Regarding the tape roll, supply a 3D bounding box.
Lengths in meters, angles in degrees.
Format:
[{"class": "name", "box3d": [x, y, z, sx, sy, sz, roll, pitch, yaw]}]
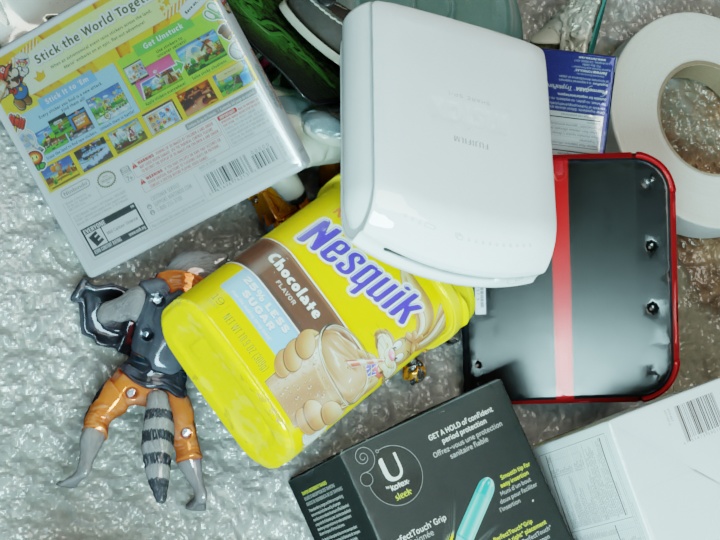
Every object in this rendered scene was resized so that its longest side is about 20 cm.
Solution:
[{"class": "tape roll", "box3d": [0.302, -0.130, 1.549, 0.201, 0.037, 0.205, 5, 74, -19]}]

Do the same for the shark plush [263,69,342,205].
[{"class": "shark plush", "box3d": [-0.088, -0.126, 1.323, 0.198, 0.091, 0.084, 19, 48, -11]}]

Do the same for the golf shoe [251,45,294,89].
[{"class": "golf shoe", "box3d": [-0.101, -0.104, 1.363, 0.088, 0.077, 0.200, 47, 65, -10]}]

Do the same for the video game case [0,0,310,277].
[{"class": "video game case", "box3d": [-0.162, -0.115, 1.277, 0.183, 0.199, 0.023, 61, 20, -9]}]

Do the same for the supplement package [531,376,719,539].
[{"class": "supplement package", "box3d": [0.228, 0.181, 1.345, 0.150, 0.200, 0.152, -17, 82, -25]}]

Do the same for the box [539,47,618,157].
[{"class": "box", "box3d": [0.139, -0.082, 1.431, 0.120, 0.032, 0.202, 8, 91, 4]}]

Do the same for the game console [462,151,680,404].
[{"class": "game console", "box3d": [0.168, 0.007, 1.404, 0.175, 0.031, 0.202, -2, 90, 10]}]

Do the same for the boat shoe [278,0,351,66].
[{"class": "boat shoe", "box3d": [0.029, -0.174, 1.388, 0.200, 0.072, 0.061, 35, 111, -2]}]

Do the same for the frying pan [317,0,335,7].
[{"class": "frying pan", "box3d": [-0.026, -0.250, 1.401, 0.114, 0.031, 0.190, -10, 39, -29]}]

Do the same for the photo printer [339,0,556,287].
[{"class": "photo printer", "box3d": [0.063, -0.086, 1.271, 0.165, 0.069, 0.202, 13, 61, -23]}]

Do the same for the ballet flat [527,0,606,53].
[{"class": "ballet flat", "box3d": [0.166, -0.166, 1.489, 0.071, 0.072, 0.202, 20, 71, -15]}]

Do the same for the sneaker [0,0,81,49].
[{"class": "sneaker", "box3d": [-0.239, -0.182, 1.336, 0.198, 0.074, 0.089, 18, 80, -10]}]

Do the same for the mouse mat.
[{"class": "mouse mat", "box3d": [-0.079, -0.203, 1.358, 0.200, 0.161, 0.008, 46, 108, 7]}]

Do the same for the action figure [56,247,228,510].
[{"class": "action figure", "box3d": [-0.122, 0.079, 1.292, 0.198, 0.105, 0.196, 13, 81, -16]}]

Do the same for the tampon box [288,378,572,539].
[{"class": "tampon box", "box3d": [0.064, 0.210, 1.313, 0.149, 0.126, 0.202, -21, 84, -25]}]

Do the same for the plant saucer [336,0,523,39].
[{"class": "plant saucer", "box3d": [0.056, -0.219, 1.476, 0.198, 0.036, 0.202, 5, 74, -20]}]

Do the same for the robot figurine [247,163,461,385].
[{"class": "robot figurine", "box3d": [0.000, 0.000, 1.381, 0.144, 0.058, 0.201, -30, 87, -24]}]

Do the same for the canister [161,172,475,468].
[{"class": "canister", "box3d": [-0.030, 0.032, 1.266, 0.200, 0.086, 0.149, -37, 91, -34]}]
